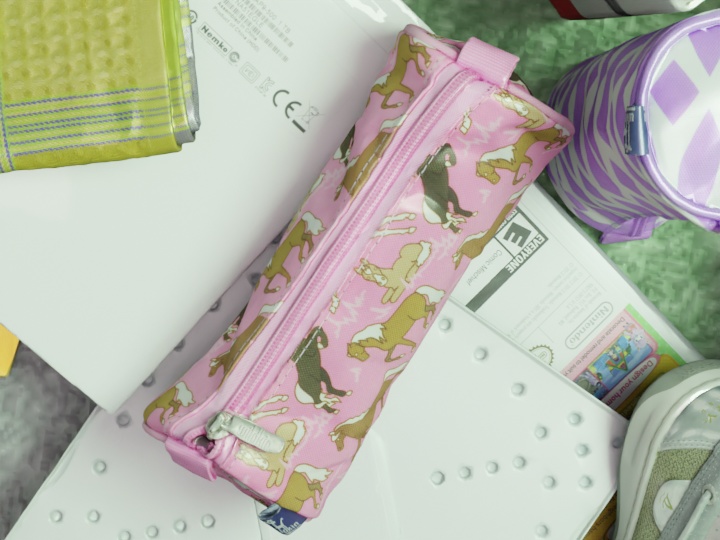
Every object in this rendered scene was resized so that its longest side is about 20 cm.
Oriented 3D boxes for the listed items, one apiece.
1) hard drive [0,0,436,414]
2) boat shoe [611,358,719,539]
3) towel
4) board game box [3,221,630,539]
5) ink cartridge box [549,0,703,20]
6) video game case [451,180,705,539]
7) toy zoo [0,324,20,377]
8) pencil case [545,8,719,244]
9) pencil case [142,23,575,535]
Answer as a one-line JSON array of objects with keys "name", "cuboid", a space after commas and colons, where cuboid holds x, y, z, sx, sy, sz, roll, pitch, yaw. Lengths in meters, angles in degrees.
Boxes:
[{"name": "hard drive", "cuboid": [-0.080, -0.059, 0.763, 0.132, 0.027, 0.200, 42, 90, -20]}, {"name": "boat shoe", "cuboid": [0.143, 0.137, 0.816, 0.074, 0.065, 0.202, -8, 119, -23]}, {"name": "towel", "cuboid": [-0.159, -0.104, 0.724, 0.200, 0.023, 0.144, -7, 87, 4]}, {"name": "board game box", "cuboid": [-0.016, 0.095, 0.818, 0.200, 0.026, 0.200, 35, 91, -6]}, {"name": "ink cartridge box", "cuboid": [0.090, -0.176, 0.731, 0.084, 0.200, 0.144, -35, 99, 0]}, {"name": "video game case", "cuboid": [0.059, 0.087, 0.851, 0.200, 0.022, 0.182, -45, 98, 0]}, {"name": "toy zoo", "cuboid": [-0.209, -0.027, 0.812, 0.200, 0.020, 0.132, 7, 96, -6]}, {"name": "pencil case", "cuboid": [0.125, -0.052, 0.752, 0.084, 0.200, 0.086, -11, 93, -3]}, {"name": "pencil case", "cuboid": [0.000, 0.000, 0.749, 0.083, 0.087, 0.200, 32, 96, -27]}]
